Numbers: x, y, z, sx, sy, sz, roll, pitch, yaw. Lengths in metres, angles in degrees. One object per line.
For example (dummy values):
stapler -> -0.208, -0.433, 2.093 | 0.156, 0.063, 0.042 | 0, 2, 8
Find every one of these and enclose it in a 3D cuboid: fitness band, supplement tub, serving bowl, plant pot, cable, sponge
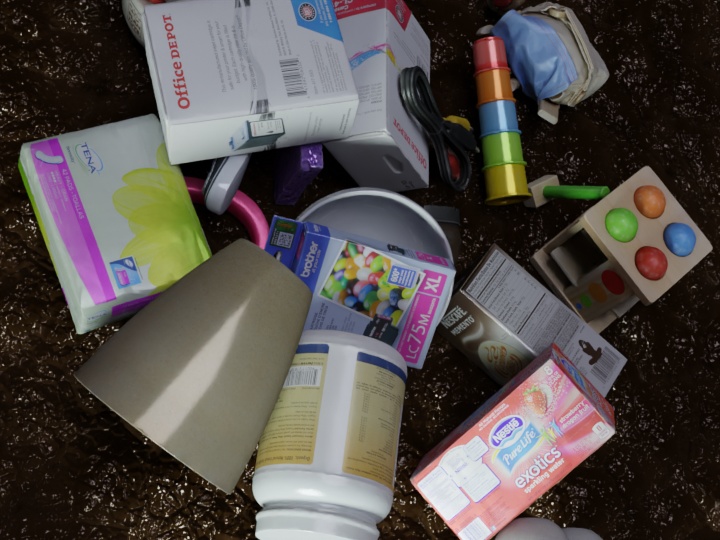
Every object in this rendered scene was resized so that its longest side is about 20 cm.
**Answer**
fitness band -> -0.194, -0.034, 1.178 | 0.197, 0.037, 0.146 | 9, 67, -18
supplement tub -> -0.032, 0.176, 1.096 | 0.143, 0.144, 0.203 | 15, 66, -14
serving bowl -> 0.000, 0.000, 1.181 | 0.197, 0.066, 0.203 | -3, 112, -7
plant pot -> -0.139, 0.077, 1.043 | 0.187, 0.187, 0.201 | 38, 79, -2
cable -> 0.084, -0.160, 1.263 | 0.199, 0.050, 0.098 | 29, 69, -52
sponge -> -0.074, -0.186, 1.237 | 0.029, 0.112, 0.203 | 4, 69, -19

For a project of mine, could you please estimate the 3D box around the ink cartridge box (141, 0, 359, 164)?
ink cartridge box -> -0.116, -0.206, 1.127 | 0.197, 0.086, 0.148 | -11, 68, -12

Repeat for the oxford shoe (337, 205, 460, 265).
oxford shoe -> 0.027, -0.028, 1.238 | 0.197, 0.073, 0.086 | -1, 80, -17

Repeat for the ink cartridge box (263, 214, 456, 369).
ink cartridge box -> -0.011, 0.024, 1.134 | 0.197, 0.042, 0.121 | 15, 107, -12

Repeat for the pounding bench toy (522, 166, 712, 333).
pounding bench toy -> 0.289, -0.053, 1.292 | 0.124, 0.156, 0.201 | -35, 84, -27

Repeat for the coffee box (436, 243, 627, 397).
coffee box -> 0.185, 0.078, 1.230 | 0.199, 0.114, 0.080 | 40, 63, 0

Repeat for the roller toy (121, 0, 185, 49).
roller toy -> -0.181, -0.325, 1.236 | 0.198, 0.140, 0.184 | 17, 55, -9

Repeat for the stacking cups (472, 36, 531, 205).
stacking cups -> 0.166, -0.184, 1.334 | 0.060, 0.060, 0.203 | -6, 82, -21

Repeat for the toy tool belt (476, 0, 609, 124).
toy tool belt -> 0.213, -0.284, 1.374 | 0.122, 0.125, 0.201 | -35, 84, -36

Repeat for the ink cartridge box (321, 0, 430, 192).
ink cartridge box -> 0.021, -0.210, 1.256 | 0.085, 0.148, 0.203 | -6, 67, 22

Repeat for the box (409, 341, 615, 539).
box -> 0.160, 0.182, 1.133 | 0.200, 0.095, 0.103 | -44, 87, 14

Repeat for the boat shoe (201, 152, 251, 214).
boat shoe -> -0.152, -0.139, 1.191 | 0.067, 0.072, 0.201 | 21, 43, -7

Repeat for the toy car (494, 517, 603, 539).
toy car -> 0.226, 0.347, 1.099 | 0.199, 0.149, 0.177 | 25, 61, -45

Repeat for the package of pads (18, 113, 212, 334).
package of pads -> -0.246, -0.054, 1.110 | 0.153, 0.068, 0.202 | -17, 75, -26
